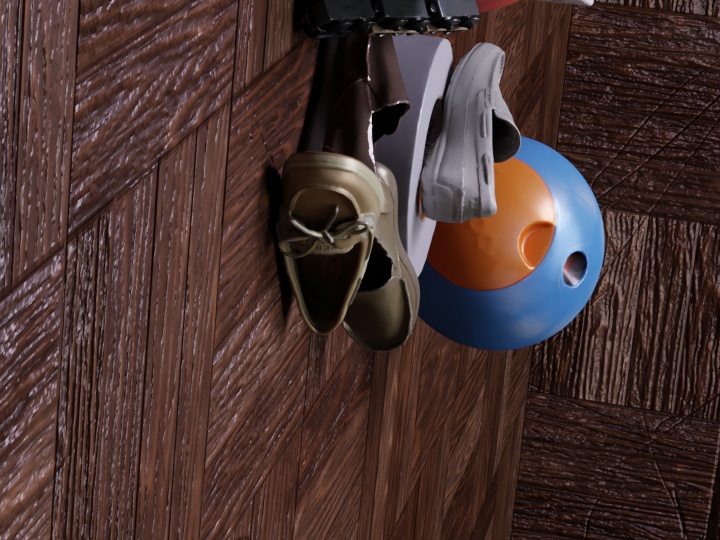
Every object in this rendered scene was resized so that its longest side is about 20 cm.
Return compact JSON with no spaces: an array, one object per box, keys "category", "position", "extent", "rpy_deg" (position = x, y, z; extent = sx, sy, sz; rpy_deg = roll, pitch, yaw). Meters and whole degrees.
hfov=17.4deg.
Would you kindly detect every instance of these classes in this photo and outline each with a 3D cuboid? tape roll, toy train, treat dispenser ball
[{"category":"tape roll","position":[0.028,-0.096,1.940],"extent":[0.200,0.066,0.202],"rpy_deg":[8,90,-80]},{"category":"toy train","position":[0.023,-0.184,1.700],"extent":[0.199,0.046,0.034],"rpy_deg":[-10,81,-53]},{"category":"treat dispenser ball","position":[0.127,-0.026,2.184],"extent":[0.201,0.199,0.203],"rpy_deg":[8,90,-81]}]

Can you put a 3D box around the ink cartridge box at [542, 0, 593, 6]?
[{"category":"ink cartridge box","position":[0.067,-0.239,1.630],"extent":[0.145,0.198,0.085],"rpy_deg":[-21,119,-79]}]

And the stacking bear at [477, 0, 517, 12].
[{"category":"stacking bear","position":[0.079,-0.320,1.942],"extent":[0.113,0.121,0.201],"rpy_deg":[-37,141,-14]}]

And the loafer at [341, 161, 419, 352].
[{"category":"loafer","position":[0.000,0.000,1.850],"extent":[0.201,0.075,0.068],"rpy_deg":[76,24,-45]}]

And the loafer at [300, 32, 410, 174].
[{"category":"loafer","position":[0.005,-0.130,1.749],"extent":[0.073,0.070,0.202],"rpy_deg":[72,28,-70]}]

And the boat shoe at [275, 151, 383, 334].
[{"category":"boat shoe","position":[-0.022,-0.020,1.676],"extent":[0.200,0.073,0.063],"rpy_deg":[81,17,-64]}]

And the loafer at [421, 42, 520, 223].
[{"category":"loafer","position":[0.100,-0.113,1.944],"extent":[0.070,0.069,0.201],"rpy_deg":[88,14,-47]}]
